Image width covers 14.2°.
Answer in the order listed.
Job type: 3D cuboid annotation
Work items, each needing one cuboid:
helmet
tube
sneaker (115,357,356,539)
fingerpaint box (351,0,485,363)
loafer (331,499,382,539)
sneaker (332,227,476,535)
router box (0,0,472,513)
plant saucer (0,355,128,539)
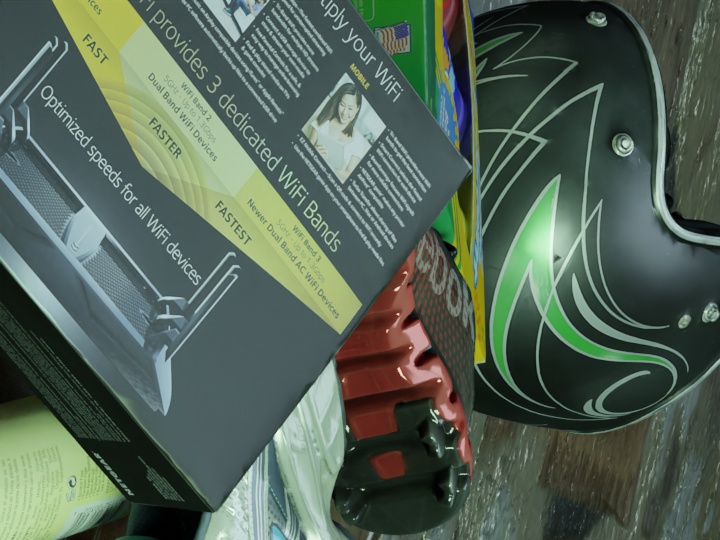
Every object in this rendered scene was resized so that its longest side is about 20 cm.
[{"bbox_3d":[0.085,-0.029,1.415,0.191,0.199,0.201,39,60,-37],"label":"helmet"},{"bbox_3d":[-0.144,0.076,0.962,0.200,0.052,0.058,-16,91,-56],"label":"tube"},{"bbox_3d":[-0.046,0.110,1.017,0.086,0.077,0.201,-24,105,-38],"label":"sneaker"},{"bbox_3d":[0.008,-0.084,1.236,0.167,0.073,0.201,74,12,-52],"label":"fingerpaint box"},{"bbox_3d":[-0.026,0.145,1.307,0.073,0.071,0.201,33,82,-36],"label":"loafer"},{"bbox_3d":[0.000,0.000,1.124,0.098,0.070,0.201,-77,155,-58],"label":"sneaker"},{"bbox_3d":[-0.072,-0.048,0.921,0.157,0.052,0.200,-52,120,-26],"label":"router box"},{"bbox_3d":[-0.121,0.094,1.117,0.200,0.036,0.202,12,90,-74],"label":"plant saucer"}]
